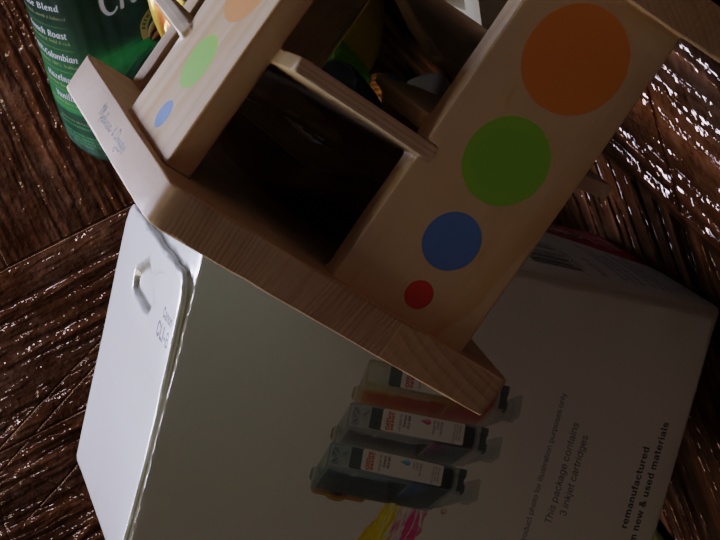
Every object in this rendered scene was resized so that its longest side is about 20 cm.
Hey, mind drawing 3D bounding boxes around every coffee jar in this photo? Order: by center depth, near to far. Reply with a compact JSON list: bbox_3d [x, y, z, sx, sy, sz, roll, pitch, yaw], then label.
[{"bbox_3d":[-0.141,-0.166,1.344,0.085,0.104,0.200,30,149,49],"label":"coffee jar"}]

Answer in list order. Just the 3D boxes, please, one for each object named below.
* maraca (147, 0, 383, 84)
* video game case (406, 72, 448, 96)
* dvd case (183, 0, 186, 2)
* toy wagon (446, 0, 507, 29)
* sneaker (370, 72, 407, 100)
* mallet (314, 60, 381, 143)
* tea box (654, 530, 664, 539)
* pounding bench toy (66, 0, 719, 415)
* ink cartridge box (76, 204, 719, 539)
[{"bbox_3d":[-0.048,-0.138,1.227,0.137,0.107,0.200,46,-179,-6],"label":"maraca"},{"bbox_3d":[0.045,0.031,1.136,0.200,0.024,0.182,-69,-40,-57],"label":"video game case"},{"bbox_3d":[-0.098,-0.172,0.985,0.200,0.018,0.143,29,151,11],"label":"dvd case"},{"bbox_3d":[0.026,-0.142,0.941,0.200,0.039,0.155,64,174,-16],"label":"toy wagon"},{"bbox_3d":[0.034,-0.002,1.277,0.075,0.088,0.201,-7,87,63],"label":"sneaker"},{"bbox_3d":[0.000,0.000,1.118,0.066,0.041,0.201,48,-150,-52],"label":"mallet"},{"bbox_3d":[0.084,0.228,1.223,0.197,0.200,0.134,56,171,44],"label":"tea box"},{"bbox_3d":[0.004,-0.084,0.777,0.124,0.156,0.200,31,-171,-26],"label":"pounding bench toy"},{"bbox_3d":[0.006,0.045,0.948,0.145,0.199,0.145,-134,59,-72],"label":"ink cartridge box"}]
